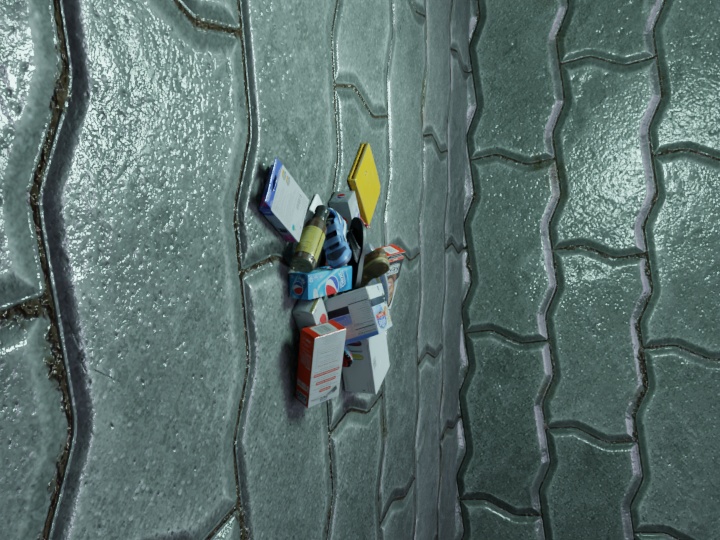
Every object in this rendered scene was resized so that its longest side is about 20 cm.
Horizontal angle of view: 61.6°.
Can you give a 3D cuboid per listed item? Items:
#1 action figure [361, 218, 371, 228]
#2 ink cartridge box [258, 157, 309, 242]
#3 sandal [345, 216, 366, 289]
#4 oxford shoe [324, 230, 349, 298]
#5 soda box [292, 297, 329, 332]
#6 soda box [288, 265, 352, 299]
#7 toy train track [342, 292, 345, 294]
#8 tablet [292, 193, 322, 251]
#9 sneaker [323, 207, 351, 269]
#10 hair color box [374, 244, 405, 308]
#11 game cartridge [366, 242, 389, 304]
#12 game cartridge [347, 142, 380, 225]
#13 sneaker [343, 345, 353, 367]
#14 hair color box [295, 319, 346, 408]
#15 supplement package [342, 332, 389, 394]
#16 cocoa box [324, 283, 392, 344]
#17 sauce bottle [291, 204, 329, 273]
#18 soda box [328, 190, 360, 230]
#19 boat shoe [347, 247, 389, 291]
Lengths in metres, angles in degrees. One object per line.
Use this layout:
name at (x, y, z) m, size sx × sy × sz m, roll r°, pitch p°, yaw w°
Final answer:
action figure at (-0.002, -0.125, 1.930) m, size 0.066 × 0.050 × 0.202 m, roll -64°, pitch 148°, yaw -36°
ink cartridge box at (-0.186, -0.165, 1.446) m, size 0.201 × 0.041 × 0.122 m, roll 56°, pitch 42°, yaw -61°
sandal at (-0.022, -0.051, 1.677) m, size 0.047 × 0.075 × 0.207 m, roll 9°, pitch 80°, yaw -34°
oxford shoe at (-0.062, -0.021, 1.726) m, size 0.071 × 0.072 × 0.206 m, roll 60°, pitch 36°, yaw -83°
soda box at (-0.120, 0.162, 1.626) m, size 0.069 × 0.062 × 0.203 m, roll -65°, pitch 149°, yaw -44°
soda box at (-0.103, 0.029, 1.596) m, size 0.198 × 0.066 × 0.066 m, roll -13°, pitch 104°, yaw -56°
toy train track at (-0.036, 0.117, 1.886) m, size 0.200 × 0.032 × 0.118 m, roll -41°, pitch 114°, yaw -70°
tablet at (-0.129, -0.092, 1.640) m, size 0.132 × 0.013 × 0.203 m, roll 70°, pitch 31°, yaw -46°
sneaker at (-0.074, -0.088, 1.626) m, size 0.083 × 0.072 × 0.203 m, roll 56°, pitch 15°, yaw -42°
hair color box at (0.070, 0.029, 1.907) m, size 0.100 × 0.061 × 0.205 m, roll -16°, pitch 127°, yaw -48°
game cartridge at (0.014, 0.024, 1.827) m, size 0.042 × 0.130 × 0.204 m, roll -78°, pitch 151°, yaw -65°
game cartridge at (0.016, -0.282, 1.985) m, size 0.202 × 0.032 × 0.179 m, roll 72°, pitch 29°, yaw -47°
sneaker at (-0.060, 0.203, 1.768) m, size 0.203 × 0.077 × 0.097 m, roll 71°, pitch 28°, yaw -44°
hair color box at (-0.105, 0.242, 1.572) m, size 0.109 × 0.063 × 0.205 m, roll -12°, pitch 117°, yaw -42°
supplement package at (0.012, 0.259, 1.917) m, size 0.156 × 0.108 × 0.205 m, roll -53°, pitch 139°, yaw -57°
cocoa box at (-0.001, 0.122, 1.701) m, size 0.200 × 0.130 × 0.135 m, roll -6°, pitch 79°, yaw -76°
sauce bottle at (-0.122, -0.086, 1.553) m, size 0.066 × 0.063 × 0.203 m, roll 71°, pitch 27°, yaw -43°
soda box at (-0.036, -0.135, 1.807) m, size 0.064 × 0.066 × 0.204 m, roll -63°, pitch 147°, yaw -47°
boat shoe at (0.000, 0.000, 1.763) m, size 0.072 × 0.197 × 0.069 m, roll 37°, pitch 36°, yaw -39°
